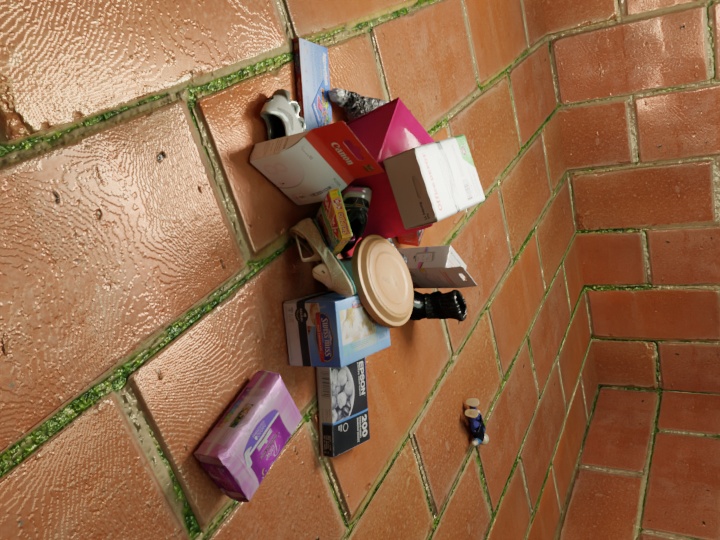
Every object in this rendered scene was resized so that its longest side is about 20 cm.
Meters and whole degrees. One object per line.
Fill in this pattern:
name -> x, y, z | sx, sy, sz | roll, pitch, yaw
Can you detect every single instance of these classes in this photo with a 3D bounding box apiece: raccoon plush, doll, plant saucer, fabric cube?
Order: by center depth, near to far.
plant saucer -> 0.055, 0.020, 1.293 | 0.200, 0.032, 0.201 | 32, 48, -43
fabric cube -> 0.046, -0.207, 1.331 | 0.199, 0.199, 0.197 | 41, 53, -33
raccoon plush -> -0.010, -0.327, 1.411 | 0.199, 0.096, 0.135 | 3, 96, -38
doll -> 0.376, 0.503, 1.989 | 0.137, 0.048, 0.201 | -74, 151, -41

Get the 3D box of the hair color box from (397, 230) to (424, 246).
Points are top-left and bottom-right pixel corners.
hair color box -> 0.126, -0.164, 1.565 | 0.201, 0.061, 0.102 | 74, 32, -52

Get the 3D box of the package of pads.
package of pads -> -0.189, 0.288, 1.085 | 0.200, 0.075, 0.121 | -55, 131, -43

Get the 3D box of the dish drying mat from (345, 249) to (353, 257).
dish drying mat -> -0.028, -0.079, 1.409 | 0.200, 0.018, 0.077 | 57, 43, -40

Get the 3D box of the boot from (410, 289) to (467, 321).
boot -> 0.172, 0.082, 1.586 | 0.211, 0.157, 0.080 | 20, 72, -56

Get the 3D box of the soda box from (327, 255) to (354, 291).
soda box -> 0.000, 0.000, 1.352 | 0.200, 0.068, 0.064 | -16, 102, -64

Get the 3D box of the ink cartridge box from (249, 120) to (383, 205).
ink cartridge box -> -0.082, -0.194, 1.160 | 0.162, 0.199, 0.057 | 42, 54, -48

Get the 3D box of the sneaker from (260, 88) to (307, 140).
sneaker -> -0.134, -0.243, 1.205 | 0.201, 0.074, 0.089 | 57, 43, -25

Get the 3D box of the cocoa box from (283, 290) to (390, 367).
cocoa box -> -0.043, 0.112, 1.271 | 0.200, 0.130, 0.134 | -12, 99, -57

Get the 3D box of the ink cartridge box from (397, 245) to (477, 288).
ink cartridge box -> 0.195, -0.008, 1.587 | 0.116, 0.199, 0.068 | 43, 54, -48

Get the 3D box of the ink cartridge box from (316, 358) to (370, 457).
ink cartridge box -> -0.023, 0.292, 1.379 | 0.200, 0.043, 0.200 | -6, 93, -59

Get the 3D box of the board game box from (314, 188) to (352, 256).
board game box -> -0.058, -0.085, 1.233 | 0.200, 0.030, 0.096 | 130, -55, -74

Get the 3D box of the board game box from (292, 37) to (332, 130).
board game box -> -0.099, -0.380, 1.309 | 0.103, 0.019, 0.202 | -8, 95, -56

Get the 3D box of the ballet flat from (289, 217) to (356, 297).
ballet flat -> -0.079, -0.016, 1.211 | 0.062, 0.201, 0.068 | -23, 151, -17

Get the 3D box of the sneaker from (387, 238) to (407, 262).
sneaker -> 0.071, -0.040, 1.488 | 0.074, 0.080, 0.201 | -89, 174, -77

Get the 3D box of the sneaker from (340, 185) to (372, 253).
sneaker -> -0.030, -0.086, 1.274 | 0.200, 0.080, 0.087 | 107, -11, -58

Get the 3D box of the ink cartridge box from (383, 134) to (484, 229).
ink cartridge box -> 0.149, -0.178, 1.223 | 0.200, 0.083, 0.148 | -24, 98, -49
